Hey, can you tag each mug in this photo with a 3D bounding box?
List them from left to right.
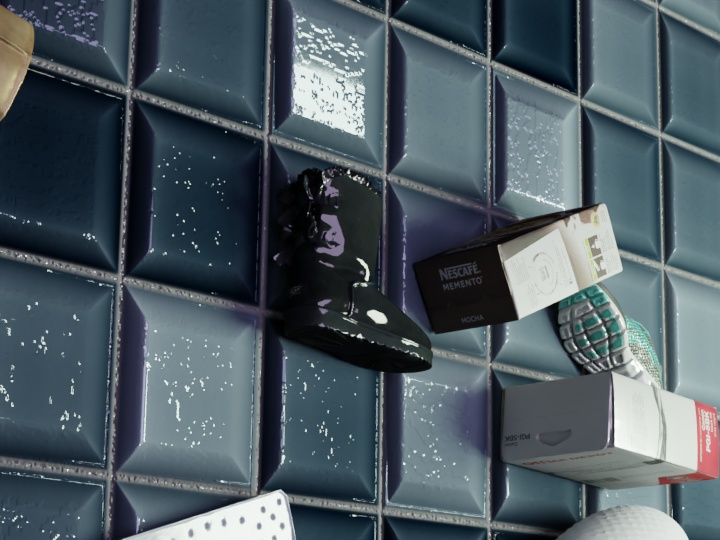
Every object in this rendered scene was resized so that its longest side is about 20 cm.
[{"bbox_3d":[0.291,0.319,1.858,0.175,0.200,0.148,-26,106,-54],"label":"mug"}]

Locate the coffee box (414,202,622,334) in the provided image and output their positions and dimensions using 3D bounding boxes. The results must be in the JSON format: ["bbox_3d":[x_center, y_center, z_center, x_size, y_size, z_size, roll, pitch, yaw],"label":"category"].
[{"bbox_3d":[0.165,-0.004,1.851,0.200,0.113,0.080,-22,98,-49],"label":"coffee box"}]

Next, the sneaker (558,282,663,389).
[{"bbox_3d":[0.283,0.078,2.010,0.200,0.078,0.091,60,29,-25],"label":"sneaker"}]

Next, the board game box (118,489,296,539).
[{"bbox_3d":[-0.121,0.305,1.531,0.200,0.026,0.200,-11,90,-48],"label":"board game box"}]

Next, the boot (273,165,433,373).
[{"bbox_3d":[0.000,0.000,1.702,0.198,0.073,0.163,23,62,-43],"label":"boot"}]

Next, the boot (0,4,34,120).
[{"bbox_3d":[-0.334,-0.232,1.387,0.200,0.066,0.175,34,70,-38],"label":"boot"}]

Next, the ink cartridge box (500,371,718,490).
[{"bbox_3d":[0.264,0.171,1.897,0.200,0.147,0.083,20,66,-45],"label":"ink cartridge box"}]
